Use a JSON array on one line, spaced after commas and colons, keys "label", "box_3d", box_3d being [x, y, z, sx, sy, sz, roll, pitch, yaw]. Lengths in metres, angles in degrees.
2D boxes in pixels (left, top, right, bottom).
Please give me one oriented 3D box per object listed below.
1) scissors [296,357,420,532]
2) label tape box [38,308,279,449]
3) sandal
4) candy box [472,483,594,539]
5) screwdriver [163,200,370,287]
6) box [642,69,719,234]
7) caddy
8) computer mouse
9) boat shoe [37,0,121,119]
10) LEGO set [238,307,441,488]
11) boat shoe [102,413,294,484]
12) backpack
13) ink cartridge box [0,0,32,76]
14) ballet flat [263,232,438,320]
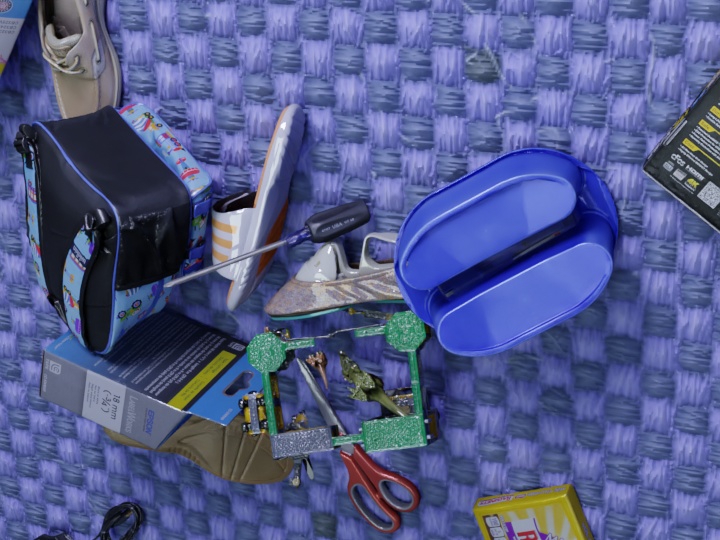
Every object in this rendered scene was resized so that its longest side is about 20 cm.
[{"label": "scissors", "box_3d": [-0.018, 0.179, 1.429, 0.200, 0.014, 0.073, 48, 125, -4]}, {"label": "label tape box", "box_3d": [-0.190, 0.106, 1.398, 0.200, 0.144, 0.063, 22, 120, 15]}, {"label": "sandal", "box_3d": [-0.102, -0.064, 1.321, 0.059, 0.079, 0.207, 21, 112, 10]}, {"label": "candy box", "box_3d": [0.190, 0.303, 1.383, 0.102, 0.026, 0.200, -16, 106, 27]}, {"label": "screwdriver", "box_3d": [-0.082, -0.018, 1.288, 0.028, 0.200, 0.029, 56, 165, 42]}, {"label": "box", "box_3d": [0.347, -0.080, 1.116, 0.200, 0.049, 0.160, 39, 121, 5]}, {"label": "caddy", "box_3d": [0.122, -0.017, 1.212, 0.200, 0.105, 0.142, -28, 100, 12]}, {"label": "computer mouse", "box_3d": [-0.315, 0.311, 1.627, 0.200, 0.034, 0.059, -29, 82, 28]}, {"label": "boat shoe", "box_3d": [-0.271, -0.213, 1.334, 0.072, 0.065, 0.200, 11, 117, 20]}, {"label": "LEGO set", "box_3d": [-0.007, 0.110, 1.340, 0.200, 0.116, 0.154, -17, 84, 9]}, {"label": "boat shoe", "box_3d": [-0.162, 0.161, 1.461, 0.200, 0.069, 0.071, 19, 99, -5]}, {"label": "backpack", "box_3d": [-0.232, -0.032, 1.340, 0.183, 0.134, 0.200, 44, 139, 35]}, {"label": "ink cartridge box", "box_3d": [-0.407, -0.229, 1.329, 0.125, 0.128, 0.200, 56, 130, 31]}, {"label": "ballet flat", "box_3d": [0.000, 0.000, 1.312, 0.200, 0.068, 0.067, -8, 106, 17]}]
